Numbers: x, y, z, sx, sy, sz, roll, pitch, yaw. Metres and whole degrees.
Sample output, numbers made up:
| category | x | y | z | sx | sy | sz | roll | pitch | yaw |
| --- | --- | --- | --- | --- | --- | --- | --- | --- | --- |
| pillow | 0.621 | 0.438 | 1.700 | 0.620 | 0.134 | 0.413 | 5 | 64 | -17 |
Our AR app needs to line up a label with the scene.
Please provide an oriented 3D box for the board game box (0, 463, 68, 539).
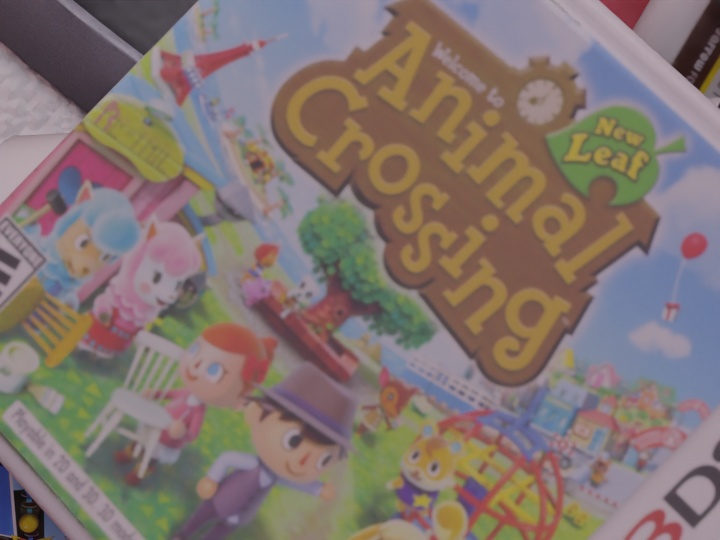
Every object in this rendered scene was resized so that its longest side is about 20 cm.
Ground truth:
| category | x | y | z | sx | sy | sz | roll | pitch | yaw |
| --- | --- | --- | --- | --- | --- | --- | --- | --- | --- |
| board game box | -0.076 | 0.094 | 0.749 | 0.199 | 0.019 | 0.103 | -1 | 74 | 8 |

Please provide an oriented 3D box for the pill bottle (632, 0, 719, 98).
| category | x | y | z | sx | sy | sz | roll | pitch | yaw |
| --- | --- | --- | --- | --- | --- | --- | --- | --- | --- |
| pill bottle | 0.176 | -0.035 | 0.777 | 0.200 | 0.109 | 0.109 | 34 | 74 | 6 |

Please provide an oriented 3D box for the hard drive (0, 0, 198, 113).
| category | x | y | z | sx | sy | sz | roll | pitch | yaw |
| --- | --- | --- | --- | --- | --- | --- | --- | --- | --- |
| hard drive | -0.048 | -0.109 | 0.819 | 0.200 | 0.042 | 0.135 | 40 | 75 | 8 |

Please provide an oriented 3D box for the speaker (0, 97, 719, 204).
| category | x | y | z | sx | sy | sz | roll | pitch | yaw |
| --- | --- | --- | --- | --- | --- | --- | --- | --- | --- |
| speaker | 0.000 | 0.000 | 0.738 | 0.199 | 0.081 | 0.082 | -2 | 72 | 18 |

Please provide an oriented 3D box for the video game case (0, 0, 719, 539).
| category | x | y | z | sx | sy | sz | roll | pitch | yaw |
| --- | --- | --- | --- | --- | --- | --- | --- | --- | --- |
| video game case | 0.009 | 0.016 | 0.675 | 0.182 | 0.022 | 0.200 | -45 | 66 | 1 |

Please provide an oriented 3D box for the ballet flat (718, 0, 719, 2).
| category | x | y | z | sx | sy | sz | roll | pitch | yaw |
| --- | --- | --- | --- | --- | --- | --- | --- | --- | --- |
| ballet flat | 0.172 | -0.025 | 0.689 | 0.067 | 0.068 | 0.200 | -43 | 88 | 13 |
